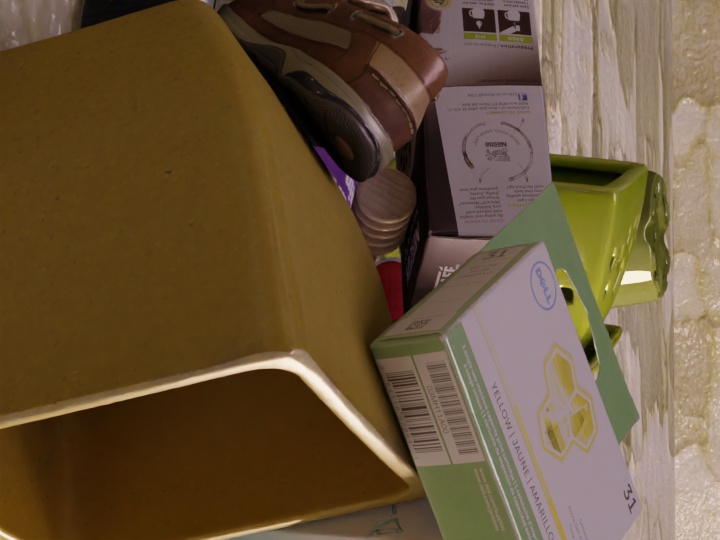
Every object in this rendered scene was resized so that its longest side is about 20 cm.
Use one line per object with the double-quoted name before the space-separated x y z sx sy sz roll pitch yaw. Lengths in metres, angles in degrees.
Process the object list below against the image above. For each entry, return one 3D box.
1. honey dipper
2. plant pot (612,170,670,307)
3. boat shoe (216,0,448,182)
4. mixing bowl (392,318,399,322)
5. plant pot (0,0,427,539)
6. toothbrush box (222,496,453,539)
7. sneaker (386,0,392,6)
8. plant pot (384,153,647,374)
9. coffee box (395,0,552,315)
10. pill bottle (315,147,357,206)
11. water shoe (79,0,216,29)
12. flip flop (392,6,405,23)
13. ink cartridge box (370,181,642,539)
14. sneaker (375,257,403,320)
"honey dipper" 0.000 0.000 1.037 0.200 0.038 0.038 109 -8 -61
"plant pot" 0.198 -0.033 1.565 0.200 0.189 0.201 -1 90 -71
"boat shoe" -0.012 -0.106 0.818 0.076 0.074 0.200 53 -4 -32
"mixing bowl" 0.051 0.093 1.051 0.200 0.199 0.109 -53 132 -61
"plant pot" -0.094 0.000 0.724 0.196 0.193 0.201 52 28 -60
"toothbrush box" -0.001 0.129 0.833 0.146 0.199 0.086 -41 123 -49
"sneaker" -0.027 -0.157 1.083 0.131 0.079 0.201 63 23 -57
"plant pot" 0.129 -0.002 1.367 0.200 0.198 0.183 -31 125 -69
"coffee box" 0.067 -0.076 1.019 0.113 0.079 0.201 103 -13 -58
"pill bottle" -0.065 -0.026 0.912 0.112 0.111 0.201 67 29 -49
"water shoe" -0.097 -0.163 0.882 0.079 0.071 0.201 58 37 -60
"flip flop" -0.009 -0.110 1.178 0.081 0.057 0.201 63 47 -61
"ink cartridge box" 0.091 0.054 0.766 0.200 0.048 0.146 -38 111 -49
"sneaker" 0.015 0.092 1.206 0.112 0.071 0.201 -9 100 -74
